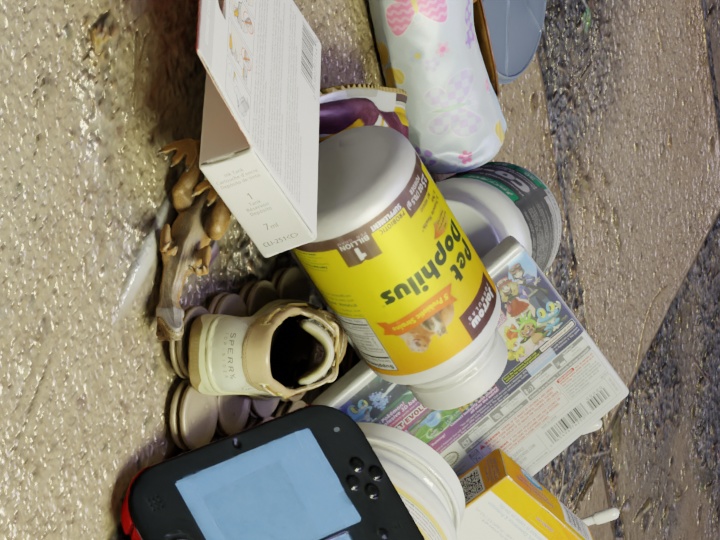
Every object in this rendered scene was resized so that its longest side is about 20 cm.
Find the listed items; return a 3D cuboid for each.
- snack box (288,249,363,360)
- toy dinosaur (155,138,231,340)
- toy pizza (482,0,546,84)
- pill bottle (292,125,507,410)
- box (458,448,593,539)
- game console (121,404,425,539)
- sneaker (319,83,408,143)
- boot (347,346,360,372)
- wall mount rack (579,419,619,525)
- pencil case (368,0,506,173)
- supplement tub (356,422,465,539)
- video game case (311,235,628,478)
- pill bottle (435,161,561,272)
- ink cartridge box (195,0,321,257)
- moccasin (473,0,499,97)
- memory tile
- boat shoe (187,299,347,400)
[{"bbox_3d":[0.000,0.000,1.707,0.200,0.072,0.024,58,12,-38],"label":"snack box"},{"bbox_3d":[-0.104,-0.045,1.553,0.106,0.060,0.201,96,19,-55],"label":"toy dinosaur"},{"bbox_3d":[0.117,-0.263,2.014,0.200,0.032,0.202,1,90,-65],"label":"toy pizza"},{"bbox_3d":[0.028,0.003,1.623,0.200,0.109,0.110,57,41,-33],"label":"pill bottle"},{"bbox_3d":[0.071,0.235,1.788,0.119,0.200,0.042,42,21,-31],"label":"box"},{"bbox_3d":[-0.047,0.187,1.526,0.199,0.031,0.177,-19,67,-38],"label":"game console"},{"bbox_3d":[-0.012,-0.089,1.702,0.200,0.075,0.091,-8,94,-64],"label":"sneaker"},{"bbox_3d":[0.042,0.131,1.848,0.200,0.068,0.189,58,42,-49],"label":"boot"},{"bbox_3d":[0.133,0.209,1.917,0.174,0.074,0.200,-56,-159,29],"label":"wall mount rack"},{"bbox_3d":[0.059,-0.177,1.831,0.090,0.083,0.201,-21,122,-16],"label":"pencil case"},{"bbox_3d":[-0.015,0.220,1.639,0.200,0.145,0.146,-59,143,-44],"label":"supplement tub"},{"bbox_3d":[0.086,0.098,1.762,0.200,0.023,0.182,-40,124,-1],"label":"video game case"},{"bbox_3d":[0.091,-0.023,1.853,0.200,0.112,0.114,-30,120,-72],"label":"pill bottle"},{"bbox_3d":[-0.081,-0.139,1.515,0.201,0.044,0.176,-90,155,-45],"label":"ink cartridge box"},{"bbox_3d":[0.080,-0.232,1.881,0.074,0.077,0.203,-36,124,-58],"label":"moccasin"},{"bbox_3d":[-0.084,0.086,1.634,0.200,0.017,0.154,-23,113,-63],"label":"memory tile"},{"bbox_3d":[-0.049,0.059,1.607,0.200,0.066,0.075,-11,102,-65],"label":"boat shoe"}]
